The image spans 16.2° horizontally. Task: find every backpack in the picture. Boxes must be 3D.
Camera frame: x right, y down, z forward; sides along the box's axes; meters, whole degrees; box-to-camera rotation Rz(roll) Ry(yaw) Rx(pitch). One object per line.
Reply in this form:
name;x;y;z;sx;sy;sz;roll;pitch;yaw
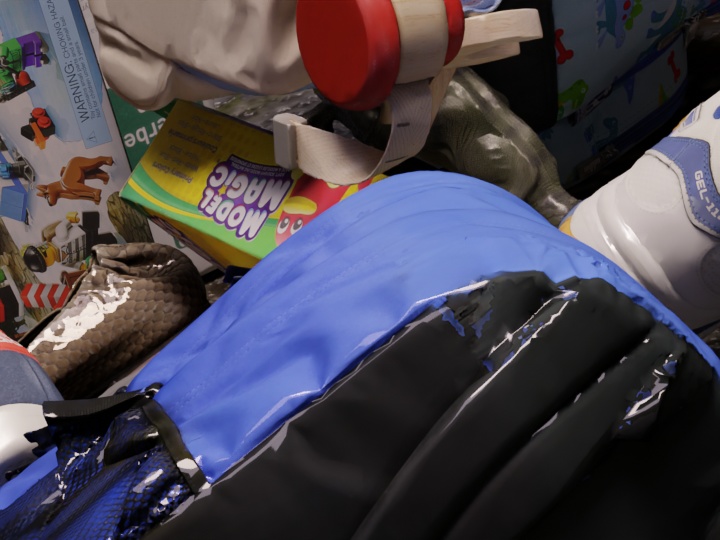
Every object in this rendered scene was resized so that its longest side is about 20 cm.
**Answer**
backpack;-0.005;0.071;0.610;0.200;0.163;0.168;-41;27;0
backpack;0.070;-0.136;1.062;0.200;0.147;0.183;-33;44;-30

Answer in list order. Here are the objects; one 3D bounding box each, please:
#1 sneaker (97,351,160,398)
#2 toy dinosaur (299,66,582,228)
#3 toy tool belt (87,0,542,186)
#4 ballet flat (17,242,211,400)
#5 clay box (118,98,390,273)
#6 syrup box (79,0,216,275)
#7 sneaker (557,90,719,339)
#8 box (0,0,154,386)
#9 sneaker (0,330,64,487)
sneaker;-0.078;0.081;0.826;0.082;0.077;0.200;-20;13;31
toy dinosaur;0.024;-0.051;0.960;0.088;0.200;0.047;-43;-13;37
toy tool belt;-0.001;-0.103;0.840;0.123;0.125;0.200;-15;23;-31
ballet flat;-0.140;0.050;0.899;0.200;0.046;0.067;-35;14;-18
clay box;0.000;0.000;0.875;0.200;0.115;0.048;22;78;54
syrup box;-0.115;-0.088;1.018;0.079;0.200;0.081;-26;26;-20
sneaker;0.145;-0.033;0.856;0.088;0.075;0.200;-41;-2;32
box;-0.157;-0.039;0.943;0.136;0.200;0.038;-18;21;-5
sneaker;-0.155;0.094;0.732;0.200;0.075;0.085;-44;47;13
